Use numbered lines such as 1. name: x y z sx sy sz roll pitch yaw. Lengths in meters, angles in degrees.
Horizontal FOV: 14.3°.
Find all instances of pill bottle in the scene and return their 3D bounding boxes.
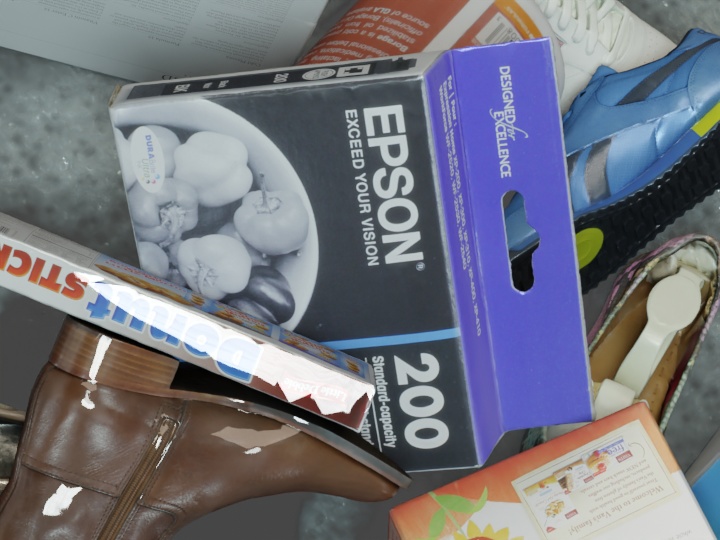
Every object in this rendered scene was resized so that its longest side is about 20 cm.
1. pill bottle: 0.005 -0.059 1.415 0.112 0.112 0.200 40 59 4

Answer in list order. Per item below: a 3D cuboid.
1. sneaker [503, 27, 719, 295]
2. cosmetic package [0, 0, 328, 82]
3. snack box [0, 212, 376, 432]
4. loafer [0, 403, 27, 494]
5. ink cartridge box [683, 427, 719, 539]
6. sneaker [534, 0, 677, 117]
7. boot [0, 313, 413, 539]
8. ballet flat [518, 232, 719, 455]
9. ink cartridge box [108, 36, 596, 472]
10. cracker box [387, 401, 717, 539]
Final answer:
1. sneaker: 0.120 -0.051 1.469 0.200 0.066 0.078 -37 58 -10
2. cosmetic package: -0.117 -0.154 1.399 0.199 0.151 0.052 14 58 -12
3. snack box: -0.088 0.018 1.258 0.199 0.072 0.024 22 94 -3
4. loafer: -0.196 0.077 1.303 0.199 0.063 0.072 13 60 -13
5. ink cartridge box: 0.273 0.120 1.394 0.200 0.146 0.147 40 58 4
6. sneaker: 0.095 -0.132 1.503 0.199 0.081 0.077 24 57 -8
7. boot: -0.093 0.139 1.275 0.186 0.064 0.201 23 94 -18
8. ballet flat: 0.131 0.058 1.422 0.069 0.071 0.201 27 58 3
9. ink cartridge box: 0.000 0.000 1.305 0.199 0.199 0.043 -6 24 7
10. cracker box: 0.112 0.178 1.308 0.133 0.058 0.201 -22 67 -10
